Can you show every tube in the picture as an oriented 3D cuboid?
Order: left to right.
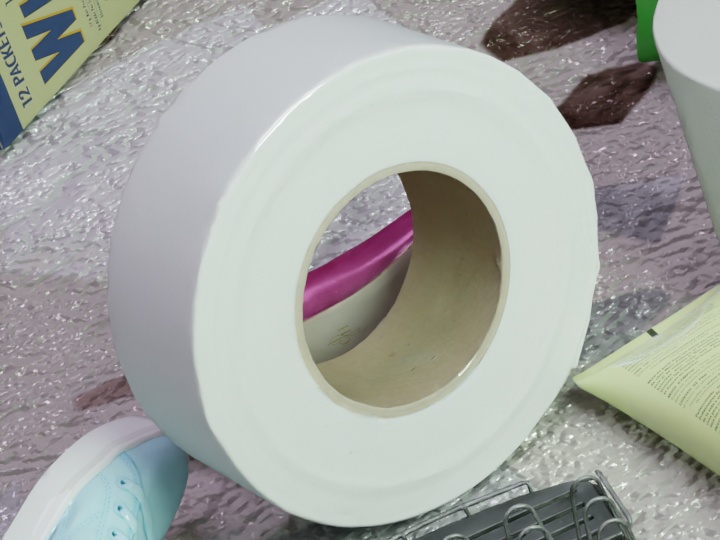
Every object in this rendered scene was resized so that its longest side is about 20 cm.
[{"bbox_3d":[0.158,0.057,1.180,0.058,0.052,0.200,8,15,-26],"label":"tube"}]

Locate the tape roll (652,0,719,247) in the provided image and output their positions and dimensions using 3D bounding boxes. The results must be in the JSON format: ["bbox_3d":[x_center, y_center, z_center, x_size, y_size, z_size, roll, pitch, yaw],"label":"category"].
[{"bbox_3d":[0.234,-0.068,1.241,0.202,0.139,0.203,-15,30,9],"label":"tape roll"}]

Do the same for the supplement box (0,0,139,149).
[{"bbox_3d":[-0.261,-0.172,1.746,0.199,0.134,0.200,-2,34,31],"label":"supplement box"}]

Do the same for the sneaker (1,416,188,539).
[{"bbox_3d":[-0.109,0.140,1.202,0.082,0.074,0.200,15,47,25],"label":"sneaker"}]

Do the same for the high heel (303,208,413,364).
[{"bbox_3d":[-0.011,0.008,1.351,0.200,0.067,0.096,-45,45,-14],"label":"high heel"}]

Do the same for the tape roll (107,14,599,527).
[{"bbox_3d":[0.000,0.000,1.220,0.202,0.203,0.071,-35,31,-23],"label":"tape roll"}]

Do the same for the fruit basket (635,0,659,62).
[{"bbox_3d":[0.167,-0.202,1.524,0.215,0.156,0.216,-2,39,2],"label":"fruit basket"}]

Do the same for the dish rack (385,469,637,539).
[{"bbox_3d":[0.051,0.134,1.110,0.153,0.055,0.200,-23,29,-5],"label":"dish rack"}]
